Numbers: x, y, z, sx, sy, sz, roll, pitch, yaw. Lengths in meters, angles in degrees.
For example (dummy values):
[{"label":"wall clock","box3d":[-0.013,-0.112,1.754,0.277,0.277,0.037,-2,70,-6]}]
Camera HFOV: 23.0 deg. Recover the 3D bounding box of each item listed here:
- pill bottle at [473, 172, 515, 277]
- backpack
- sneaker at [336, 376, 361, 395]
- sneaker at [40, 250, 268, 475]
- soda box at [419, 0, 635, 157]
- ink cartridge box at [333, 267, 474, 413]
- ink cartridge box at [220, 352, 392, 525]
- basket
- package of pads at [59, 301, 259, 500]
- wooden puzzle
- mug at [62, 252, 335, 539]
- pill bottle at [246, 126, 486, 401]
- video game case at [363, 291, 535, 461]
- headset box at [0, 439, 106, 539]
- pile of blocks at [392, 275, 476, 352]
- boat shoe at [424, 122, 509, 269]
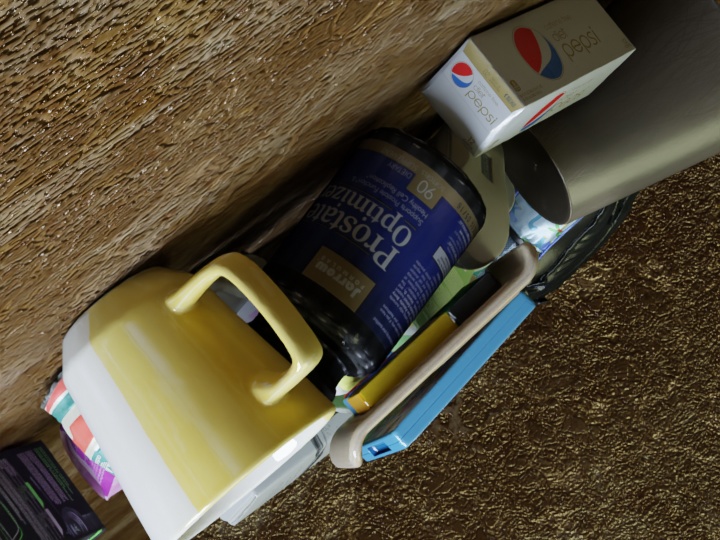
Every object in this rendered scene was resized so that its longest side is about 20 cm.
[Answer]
[{"label":"pill bottle","box3d":[0.063,-0.028,1.617,0.110,0.111,0.200,-34,170,-39]},{"label":"backpack","box3d":[0.188,-0.064,1.889,0.200,0.147,0.183,-46,170,26]},{"label":"sneaker","box3d":[0.000,0.000,1.411,0.105,0.075,0.201,112,-10,-47]},{"label":"sneaker","box3d":[-0.131,0.071,1.292,0.199,0.094,0.070,-36,173,-23]},{"label":"soda box","box3d":[0.131,-0.154,1.350,0.064,0.068,0.200,-44,172,38]},{"label":"ink cartridge box","box3d":[-0.005,0.051,1.497,0.145,0.048,0.201,1,-131,40]},{"label":"ink cartridge box","box3d":[-0.078,0.107,1.586,0.199,0.145,0.084,-35,171,-32]},{"label":"basket","box3d":[0.220,-0.140,1.513,0.199,0.181,0.136,-33,162,-15]},{"label":"package of pads","box3d":[-0.142,0.085,1.394,0.199,0.076,0.121,-37,168,-26]},{"label":"wooden puzzle","box3d":[0.045,0.061,1.308,0.200,0.037,0.185,-47,180,-8]},{"label":"mug","box3d":[-0.106,0.070,1.172,0.186,0.154,0.149,-41,172,11]},{"label":"pill bottle","box3d":[-0.006,0.005,1.282,0.201,0.111,0.112,-53,177,-15]},{"label":"video game case","box3d":[0.061,0.085,1.356,0.143,0.018,0.200,-46,180,-12]},{"label":"headset box","box3d":[-0.309,0.225,1.337,0.174,0.093,0.200,-40,174,10]},{"label":"pile of blocks","box3d":[0.060,0.067,1.603,0.081,0.063,0.200,-8,156,-15]},{"label":"boat shoe","box3d":[0.073,-0.060,1.434,0.068,0.072,0.201,-34,-148,26]}]
